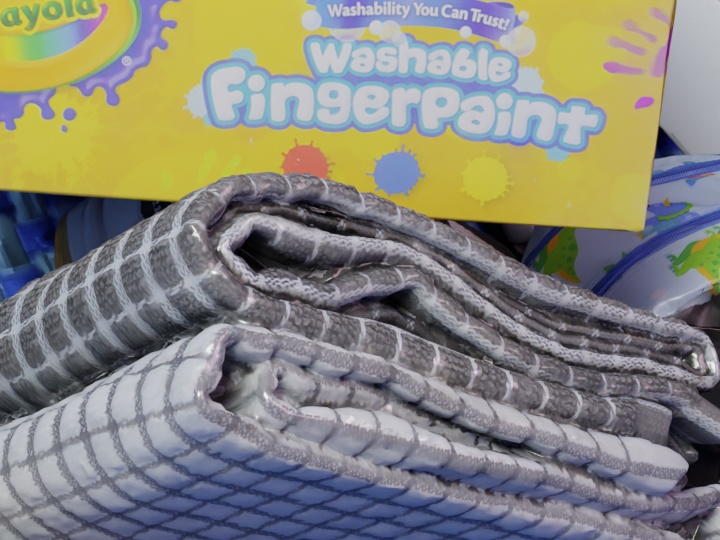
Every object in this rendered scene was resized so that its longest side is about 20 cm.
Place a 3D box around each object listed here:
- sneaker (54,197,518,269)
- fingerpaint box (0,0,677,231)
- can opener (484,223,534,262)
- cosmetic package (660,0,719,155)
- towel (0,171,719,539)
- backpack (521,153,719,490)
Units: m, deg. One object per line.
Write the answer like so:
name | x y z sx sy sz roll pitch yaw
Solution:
sneaker | 0.000 0.000 0.788 0.199 0.087 0.076 4 61 -46
fingerpaint box | -0.024 -0.074 0.695 0.198 0.074 0.167 3 19 -6
can opener | 0.079 -0.008 0.898 0.201 0.078 0.063 57 30 -15
cosmetic package | 0.113 -0.107 0.941 0.151 0.052 0.200 44 14 -14
towel | -0.012 0.046 0.678 0.199 0.165 0.086 16 61 -37
backpack | 0.144 0.033 0.813 0.199 0.164 0.154 -13 40 -32
